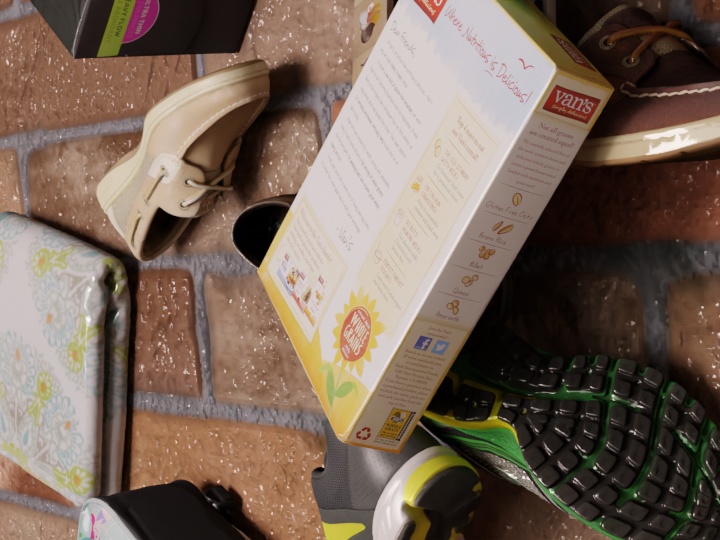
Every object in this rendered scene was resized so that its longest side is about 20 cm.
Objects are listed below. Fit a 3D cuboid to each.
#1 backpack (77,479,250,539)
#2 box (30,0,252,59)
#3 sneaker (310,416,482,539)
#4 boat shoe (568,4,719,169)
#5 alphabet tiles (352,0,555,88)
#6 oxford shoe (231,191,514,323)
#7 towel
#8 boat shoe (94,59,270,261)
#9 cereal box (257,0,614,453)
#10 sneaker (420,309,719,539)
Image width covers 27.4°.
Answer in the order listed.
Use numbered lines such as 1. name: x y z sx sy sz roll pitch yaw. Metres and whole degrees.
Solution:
1. backpack: -0.136 0.266 0.977 0.177 0.150 0.202 36 127 40
2. box: -0.154 -0.249 0.923 0.200 0.123 0.149 50 132 32
3. sneaker: 0.014 0.133 0.795 0.085 0.074 0.201 51 150 26
4. boat shoe: 0.119 -0.084 0.665 0.199 0.072 0.073 2 97 57
5. alphabet tiles: 0.042 -0.110 0.741 0.167 0.007 0.202 -29 53 51
6. oxford shoe: 0.000 0.000 0.811 0.199 0.084 0.074 13 104 47
7. towel: -0.236 0.068 1.138 0.170 0.048 0.202 18 110 44
8. boat shoe: -0.107 -0.067 0.943 0.200 0.072 0.065 -37 77 49
9. cereal box: 0.026 -0.037 0.688 0.201 0.039 0.144 -60 33 23
10. sneaker: 0.100 0.077 0.722 0.199 0.085 0.078 31 77 31
